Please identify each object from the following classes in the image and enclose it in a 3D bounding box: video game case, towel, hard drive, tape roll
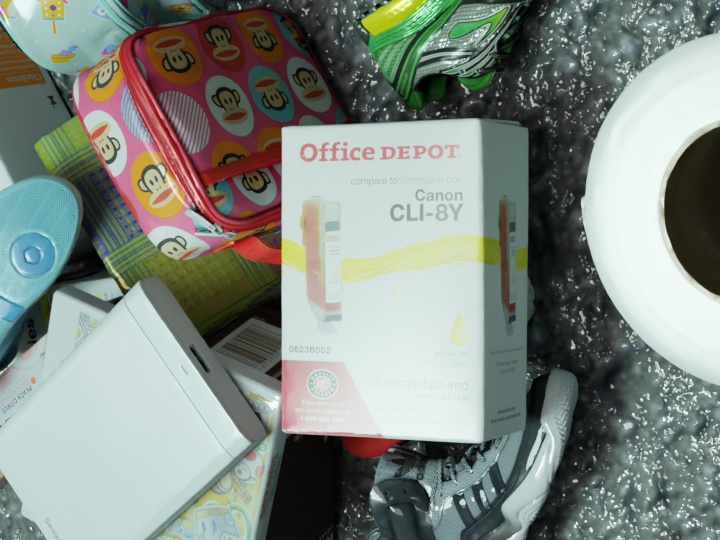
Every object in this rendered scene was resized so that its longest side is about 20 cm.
[{"bbox_3d":[-0.146,0.129,1.117,0.199,0.023,0.183,22,112,25],"label":"video game case"},{"bbox_3d":[-0.136,-0.047,1.196,0.200,0.143,0.023,55,163,9],"label":"towel"},{"bbox_3d":[-0.165,0.115,1.097,0.200,0.027,0.132,-43,77,32],"label":"hard drive"},{"bbox_3d":[0.248,-0.043,0.926,0.202,0.139,0.204,8,106,31],"label":"tape roll"}]

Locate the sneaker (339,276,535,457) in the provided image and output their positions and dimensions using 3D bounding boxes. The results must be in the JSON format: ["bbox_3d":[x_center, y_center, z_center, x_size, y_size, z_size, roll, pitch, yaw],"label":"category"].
[{"bbox_3d":[0.035,0.061,1.124,0.077,0.085,0.200,48,122,17],"label":"sneaker"}]

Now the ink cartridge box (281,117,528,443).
[{"bbox_3d":[0.027,0.004,1.031,0.144,0.083,0.201,0,91,26],"label":"ink cartridge box"}]

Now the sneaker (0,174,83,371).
[{"bbox_3d":[-0.270,0.009,1.204,0.079,0.131,0.200,38,96,-4],"label":"sneaker"}]

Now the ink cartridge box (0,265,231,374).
[{"bbox_3d":[-0.200,0.072,1.284,0.199,0.084,0.146,-6,98,34],"label":"ink cartridge box"}]

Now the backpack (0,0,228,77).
[{"bbox_3d":[-0.194,-0.228,1.140,0.153,0.200,0.177,-23,86,19],"label":"backpack"}]

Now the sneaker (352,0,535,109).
[{"bbox_3d":[0.089,-0.172,1.049,0.200,0.078,0.085,-27,92,44],"label":"sneaker"}]

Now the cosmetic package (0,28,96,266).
[{"bbox_3d":[-0.284,-0.098,1.291,0.071,0.101,0.201,-32,83,34],"label":"cosmetic package"}]

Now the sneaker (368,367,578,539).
[{"bbox_3d":[0.071,0.140,1.108,0.113,0.076,0.201,24,118,5],"label":"sneaker"}]

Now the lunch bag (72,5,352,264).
[{"bbox_3d":[-0.087,-0.085,1.102,0.082,0.200,0.177,-30,87,36],"label":"lunch bag"}]

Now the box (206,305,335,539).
[{"bbox_3d":[-0.074,0.140,1.177,0.075,0.100,0.201,21,128,29],"label":"box"}]

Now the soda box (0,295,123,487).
[{"bbox_3d":[-0.243,0.101,1.225,0.200,0.068,0.064,-37,83,34],"label":"soda box"}]
